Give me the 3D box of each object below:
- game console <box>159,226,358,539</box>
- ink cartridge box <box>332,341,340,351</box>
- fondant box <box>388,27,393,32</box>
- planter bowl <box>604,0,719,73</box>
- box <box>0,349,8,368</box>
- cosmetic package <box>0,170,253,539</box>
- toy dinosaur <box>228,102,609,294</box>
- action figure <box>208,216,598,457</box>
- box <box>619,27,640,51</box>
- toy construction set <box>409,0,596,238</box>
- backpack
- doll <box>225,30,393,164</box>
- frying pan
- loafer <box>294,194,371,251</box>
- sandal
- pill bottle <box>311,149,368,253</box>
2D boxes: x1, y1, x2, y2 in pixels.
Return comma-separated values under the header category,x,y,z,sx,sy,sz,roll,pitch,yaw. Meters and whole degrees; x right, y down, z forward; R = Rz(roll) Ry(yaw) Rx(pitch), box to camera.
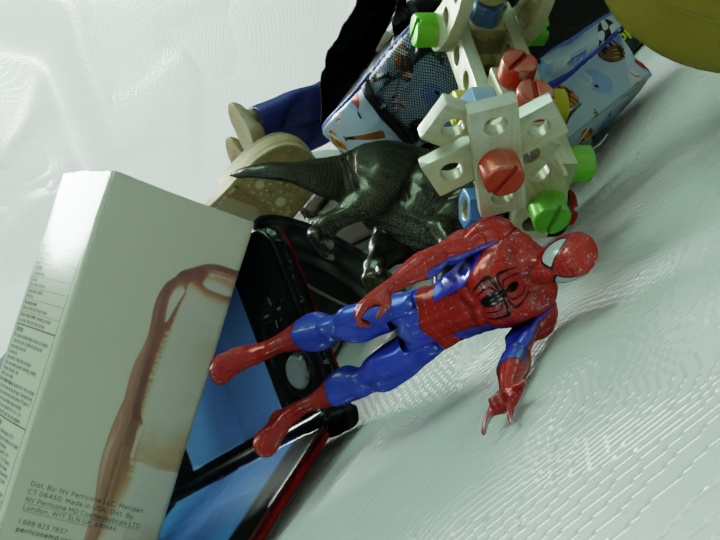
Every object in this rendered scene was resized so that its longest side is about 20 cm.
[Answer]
category,x,y,z,sx,sy,sz,roll,pitch,yaw
game console,-0.105,0.095,0.739,0.118,0.174,0.200,-14,-13,-40
ink cartridge box,-0.074,0.068,0.914,0.104,0.059,0.200,-38,9,24
fondant box,0.108,-0.212,1.091,0.199,0.058,0.144,-35,3,-4
planter bowl,0.170,-0.148,0.605,0.201,0.199,0.084,-49,-26,-40
box,-0.233,0.148,0.919,0.159,0.048,0.201,-59,-16,-50
cosmetic package,-0.139,0.055,0.715,0.103,0.087,0.202,8,81,63
toy dinosaur,0.030,-0.034,0.729,0.198,0.077,0.103,6,44,20
action figure,0.011,0.037,0.571,0.199,0.066,0.099,-27,10,30
box,0.166,-0.174,1.078,0.160,0.044,0.200,-46,8,-21
toy construction set,0.070,-0.092,0.626,0.132,0.091,0.201,102,175,-46
backpack,0.073,-0.116,0.836,0.199,0.155,0.190,-31,1,-38
doll,-0.001,-0.120,0.966,0.199,0.049,0.137,-23,-25,-20
frying pan,-0.015,-0.008,0.868,0.031,0.114,0.190,-60,1,17
loafer,0.009,-0.060,0.963,0.199,0.063,0.072,-26,20,-27
sandal,-0.097,0.008,0.877,0.212,0.077,0.070,-51,33,13
pill bottle,-0.028,-0.044,1.103,0.111,0.111,0.200,-43,8,-2
